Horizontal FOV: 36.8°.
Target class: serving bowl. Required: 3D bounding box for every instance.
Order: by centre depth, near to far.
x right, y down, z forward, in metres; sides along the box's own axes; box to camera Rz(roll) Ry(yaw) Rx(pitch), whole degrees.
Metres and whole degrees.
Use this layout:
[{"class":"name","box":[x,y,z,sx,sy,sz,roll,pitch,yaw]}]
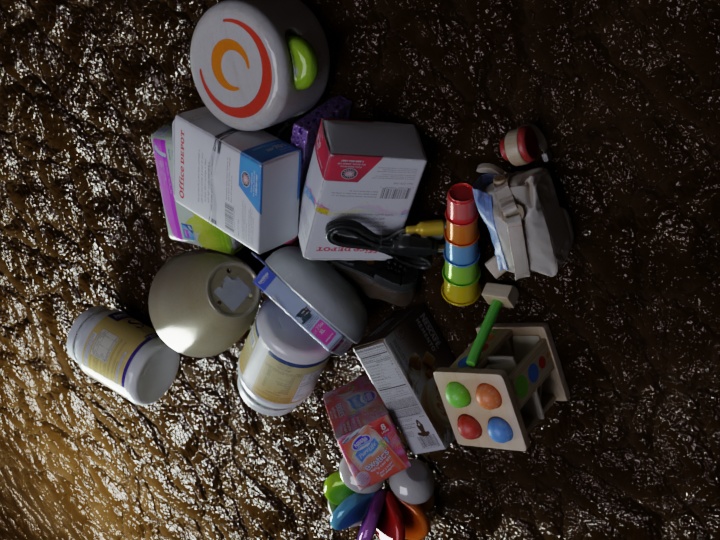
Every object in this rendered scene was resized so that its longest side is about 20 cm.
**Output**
[{"class":"serving bowl","box":[-0.058,0.026,1.721,0.200,0.066,0.200,42,-179,-1]}]

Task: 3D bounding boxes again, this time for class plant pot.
[{"class":"plant pot","box":[-0.242,0.045,1.819,0.189,0.187,0.200,58,155,-7]}]

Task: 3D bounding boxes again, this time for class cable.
[{"class":"cable","box":[0.042,-0.047,1.568,0.197,0.051,0.097,7,149,-10]}]

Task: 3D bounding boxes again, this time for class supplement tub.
[{"class":"supplement tub","box":[-0.130,0.145,1.860,0.144,0.144,0.201,40,137,12]},{"class":"supplement tub","box":[-0.480,0.168,2.187,0.198,0.145,0.147,25,132,26]}]

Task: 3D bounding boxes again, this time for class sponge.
[{"class":"sponge","box":[-0.071,-0.155,1.620,0.030,0.111,0.202,31,135,19]}]

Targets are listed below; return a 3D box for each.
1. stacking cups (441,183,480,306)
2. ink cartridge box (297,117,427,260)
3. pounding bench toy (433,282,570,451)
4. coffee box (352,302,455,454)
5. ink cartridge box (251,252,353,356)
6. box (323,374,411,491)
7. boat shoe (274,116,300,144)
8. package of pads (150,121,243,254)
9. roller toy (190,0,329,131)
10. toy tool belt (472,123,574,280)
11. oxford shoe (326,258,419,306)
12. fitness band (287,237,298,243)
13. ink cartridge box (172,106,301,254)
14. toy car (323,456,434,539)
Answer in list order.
[{"class":"stacking cups","box":[0.143,-0.040,1.525,0.060,0.061,0.202,25,141,27]},{"class":"ink cartridge box","box":[-0.004,-0.114,1.557,0.201,0.146,0.086,110,154,-45]},{"class":"pounding bench toy","box":[0.190,0.137,1.559,0.123,0.156,0.202,-2,116,42]},{"class":"coffee box","box":[0.092,0.170,1.703,0.079,0.114,0.202,-20,103,47]},{"class":"ink cartridge box","box":[-0.101,0.056,1.734,0.200,0.042,0.119,44,180,12]},{"class":"box","box":[0.007,0.260,1.777,0.200,0.094,0.104,-122,7,-75]},{"class":"boat shoe","box":[-0.147,-0.159,1.687,0.068,0.072,0.200,48,117,8]},{"class":"package of pads","box":[-0.258,-0.134,1.783,0.153,0.068,0.202,14,124,33]},{"class":"roller toy","box":[-0.142,-0.305,1.560,0.200,0.139,0.183,46,128,12]},{"class":"toy tool belt","box":[0.194,-0.084,1.429,0.122,0.125,0.202,-8,112,35]},{"class":"oxford shoe","box":[0.000,0.000,1.699,0.199,0.073,0.085,32,144,25]},{"class":"fitness band","box":[-0.172,-0.123,1.791,0.199,0.037,0.145,35,136,16]},{"class":"ink cartridge box","box":[-0.185,-0.138,1.598,0.199,0.085,0.148,32,131,35]},{"class":"toy car","box":[0.030,0.414,1.870,0.197,0.151,0.176,13,137,-6]}]
